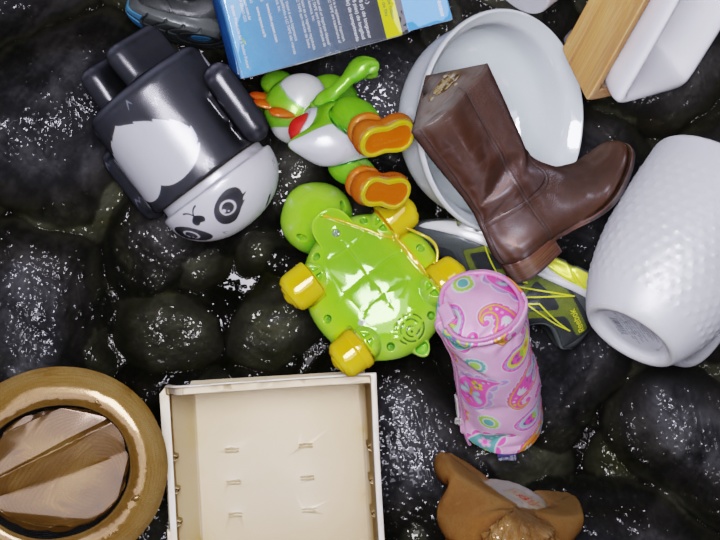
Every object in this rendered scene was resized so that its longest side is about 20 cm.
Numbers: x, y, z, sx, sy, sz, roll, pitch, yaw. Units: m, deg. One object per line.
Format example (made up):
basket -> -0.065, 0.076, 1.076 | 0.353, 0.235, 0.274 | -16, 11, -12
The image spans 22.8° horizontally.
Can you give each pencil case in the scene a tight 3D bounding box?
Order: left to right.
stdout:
pencil case -> 0.117, 0.087, 1.598 | 0.087, 0.200, 0.088 | -5, 52, 7

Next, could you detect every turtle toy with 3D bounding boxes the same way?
turtle toy -> 0.000, 0.000, 1.622 | 0.146, 0.101, 0.200 | -36, 80, -5

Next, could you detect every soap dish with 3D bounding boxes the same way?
soap dish -> 0.274, -0.252, 1.591 | 0.081, 0.157, 0.200 | 41, 123, 22

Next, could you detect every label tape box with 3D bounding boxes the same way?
label tape box -> -0.035, -0.266, 1.588 | 0.200, 0.063, 0.145 | -16, 102, -9

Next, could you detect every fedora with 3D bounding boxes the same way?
fedora -> -0.274, 0.180, 1.631 | 0.200, 0.082, 0.201 | 0, 90, -2

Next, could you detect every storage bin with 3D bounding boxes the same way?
storage bin -> -0.081, 0.197, 1.634 | 0.198, 0.094, 0.200 | -3, 91, -3

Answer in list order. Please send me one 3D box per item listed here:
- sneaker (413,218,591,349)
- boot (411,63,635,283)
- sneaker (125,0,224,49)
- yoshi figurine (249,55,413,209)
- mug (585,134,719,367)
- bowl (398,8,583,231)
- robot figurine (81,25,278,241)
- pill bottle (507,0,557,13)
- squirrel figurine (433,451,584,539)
sneaker -> 0.132, 0.012, 1.652 | 0.200, 0.074, 0.085 | 22, 90, -2
boot -> 0.144, -0.119, 1.569 | 0.186, 0.064, 0.200 | -48, 117, -26
sneaker -> -0.117, -0.247, 1.649 | 0.200, 0.073, 0.082 | 4, 87, -13
yoshi figurine -> -0.014, -0.133, 1.603 | 0.112, 0.200, 0.112 | -47, 133, -4
mug -> 0.295, 0.007, 1.618 | 0.147, 0.200, 0.175 | 19, 65, 38
bowl -> 0.102, -0.137, 1.624 | 0.201, 0.090, 0.202 | -6, 99, -38
robot figurine -> -0.163, -0.120, 1.612 | 0.125, 0.150, 0.200 | -38, 95, -12
pill bottle -> 0.207, -0.320, 1.610 | 0.200, 0.111, 0.111 | -40, 92, -21
squirrel figurine -> 0.116, 0.293, 1.595 | 0.141, 0.200, 0.187 | 18, 102, -12
